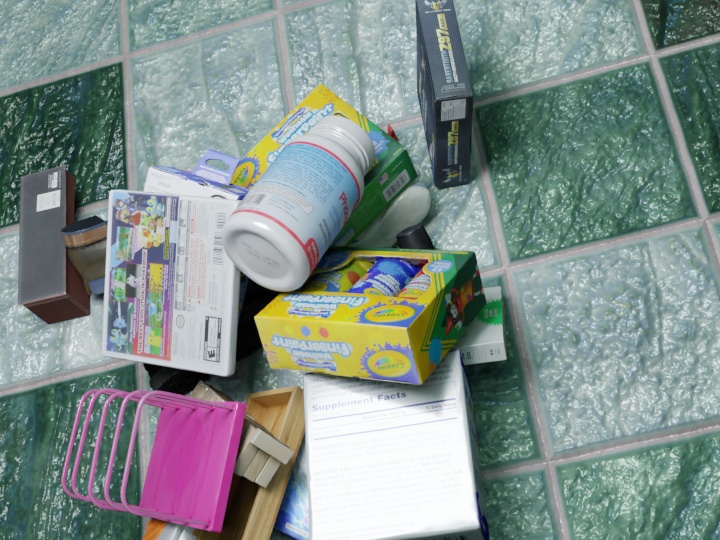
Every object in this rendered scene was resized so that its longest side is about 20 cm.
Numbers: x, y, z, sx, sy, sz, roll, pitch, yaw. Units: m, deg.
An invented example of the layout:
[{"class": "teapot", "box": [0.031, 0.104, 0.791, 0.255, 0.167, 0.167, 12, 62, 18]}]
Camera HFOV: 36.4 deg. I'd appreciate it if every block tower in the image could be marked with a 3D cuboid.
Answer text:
[{"class": "block tower", "box": [-0.152, 0.189, 1.286, 0.058, 0.054, 0.200, -58, 30, -6]}]

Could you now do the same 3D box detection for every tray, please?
[{"class": "tray", "box": [-0.123, 0.237, 1.284, 0.098, 0.037, 0.201, -15, 49, 46]}]

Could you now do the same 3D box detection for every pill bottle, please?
[{"class": "pill bottle", "box": [-0.063, -0.081, 1.237, 0.108, 0.109, 0.201, 18, 54, 23]}]

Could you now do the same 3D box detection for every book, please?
[{"class": "book", "box": [0.072, 0.078, 1.297, 0.198, 0.048, 0.134, -9, 24, 10]}]

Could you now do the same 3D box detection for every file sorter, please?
[{"class": "file sorter", "box": [-0.240, 0.205, 1.232, 0.199, 0.125, 0.140, -9, 67, 55]}]

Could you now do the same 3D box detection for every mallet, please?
[{"class": "mallet", "box": [0.000, 0.000, 1.364, 0.198, 0.041, 0.066, -18, 98, -6]}]

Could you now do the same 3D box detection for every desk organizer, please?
[{"class": "desk organizer", "box": [-0.422, -0.035, 1.514, 0.071, 0.077, 0.202, -13, 63, 10]}]

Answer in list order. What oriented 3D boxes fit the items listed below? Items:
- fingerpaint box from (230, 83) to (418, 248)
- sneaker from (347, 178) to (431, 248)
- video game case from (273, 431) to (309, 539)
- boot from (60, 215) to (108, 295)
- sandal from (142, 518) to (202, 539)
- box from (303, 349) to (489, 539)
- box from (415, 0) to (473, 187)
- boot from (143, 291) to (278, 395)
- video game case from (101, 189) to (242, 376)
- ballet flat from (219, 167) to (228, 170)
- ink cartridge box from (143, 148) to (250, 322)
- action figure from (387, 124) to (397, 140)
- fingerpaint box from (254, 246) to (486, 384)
[{"class": "fingerpaint box", "box": [-0.058, -0.111, 1.373, 0.200, 0.073, 0.167, -44, 59, -8]}, {"class": "sneaker", "box": [0.005, -0.045, 1.407, 0.200, 0.072, 0.072, -40, 32, -3]}, {"class": "video game case", "box": [-0.001, 0.247, 1.278, 0.199, 0.046, 0.182, 20, 71, 24]}, {"class": "boot", "box": [-0.300, -0.037, 1.496, 0.198, 0.098, 0.075, -16, 20, -18]}, {"class": "sandal", "box": [-0.225, 0.341, 1.288, 0.079, 0.059, 0.208, -18, 43, 49]}, {"class": "box", "box": [0.038, 0.208, 1.199, 0.182, 0.105, 0.202, -9, 62, 11]}, {"class": "box", "box": [0.104, -0.223, 1.381, 0.050, 0.200, 0.159, -7, 63, 0]}, {"class": "boot", "box": [-0.214, 0.051, 1.413, 0.210, 0.080, 0.158, -32, 61, 0]}, {"class": "video game case", "box": [-0.221, 0.012, 1.280, 0.181, 0.023, 0.202, 6, 96, 25]}, {"class": "ballet flat", "box": [-0.145, -0.052, 1.449, 0.072, 0.072, 0.200, -37, 59, -3]}, {"class": "ink cartridge box", "box": [-0.197, -0.043, 1.317, 0.135, 0.076, 0.202, 19, 101, 23]}, {"class": "action figure", "box": [-0.034, -0.125, 1.464, 0.199, 0.052, 0.066, -31, 65, 3]}, {"class": "fingerpaint box", "box": [0.012, 0.043, 1.217, 0.198, 0.074, 0.167, 3, 31, 34]}]
